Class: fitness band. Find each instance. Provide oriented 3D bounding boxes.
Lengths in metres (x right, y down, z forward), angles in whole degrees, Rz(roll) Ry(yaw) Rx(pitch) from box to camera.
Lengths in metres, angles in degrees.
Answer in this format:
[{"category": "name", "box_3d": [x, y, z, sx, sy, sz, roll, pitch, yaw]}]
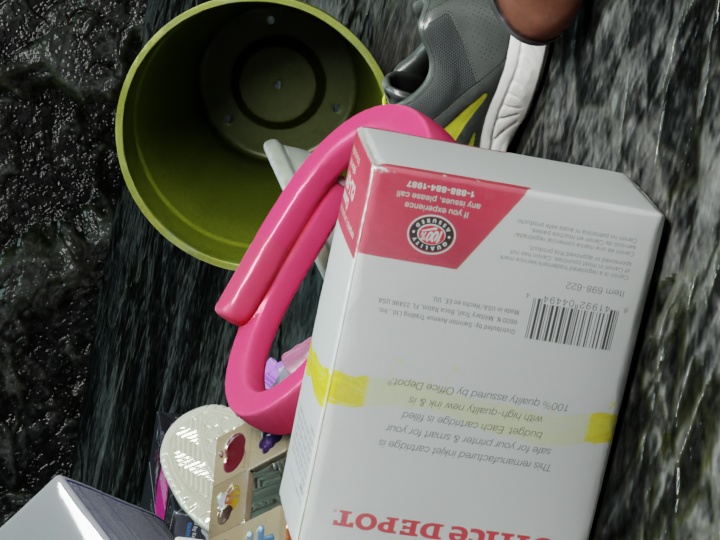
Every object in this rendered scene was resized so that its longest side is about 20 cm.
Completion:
[{"category": "fitness band", "box_3d": [-0.014, -0.001, 1.451, 0.200, 0.037, 0.144, -60, 31, -5]}]

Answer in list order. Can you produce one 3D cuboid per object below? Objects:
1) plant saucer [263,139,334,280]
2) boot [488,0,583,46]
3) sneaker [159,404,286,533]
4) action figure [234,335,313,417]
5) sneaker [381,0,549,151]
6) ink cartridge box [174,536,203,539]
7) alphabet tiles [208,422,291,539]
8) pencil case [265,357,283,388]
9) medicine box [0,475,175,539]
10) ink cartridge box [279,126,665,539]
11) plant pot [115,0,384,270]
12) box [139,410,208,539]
[{"category": "plant saucer", "box_3d": [0.000, 0.000, 1.644, 0.200, 0.050, 0.200, 155, 90, -89]}, {"category": "boot", "box_3d": [0.134, -0.217, 1.329, 0.200, 0.068, 0.189, 177, 109, -71]}, {"category": "sneaker", "box_3d": [-0.035, 0.165, 1.533, 0.077, 0.200, 0.111, -47, -32, -18]}, {"category": "action figure", "box_3d": [0.008, 0.067, 1.464, 0.200, 0.134, 0.149, -99, 20, -45]}, {"category": "sneaker", "box_3d": [0.046, -0.083, 1.522, 0.075, 0.085, 0.200, -98, 22, -60]}, {"category": "ink cartridge box", "box_3d": [-0.001, 0.234, 1.220, 0.146, 0.200, 0.147, -107, 29, -68]}, {"category": "alphabet tiles", "box_3d": [-0.032, 0.151, 1.387, 0.167, 0.008, 0.200, -29, 46, 41]}, {"category": "pencil case", "box_3d": [-0.028, 0.101, 1.658, 0.084, 0.085, 0.200, -62, 5, 0]}, {"category": "medicine box", "box_3d": [-0.150, 0.249, 1.715, 0.103, 0.182, 0.200, -41, -21, 3]}, {"category": "ink cartridge box", "box_3d": [0.050, 0.045, 1.256, 0.083, 0.145, 0.200, -116, 37, -71]}, {"category": "plant pot", "box_3d": [-0.068, -0.121, 1.904, 0.193, 0.200, 0.201, -77, 0, -74]}, {"category": "box", "box_3d": [-0.103, 0.207, 1.945, 0.200, 0.115, 0.132, -112, 32, -70]}]
